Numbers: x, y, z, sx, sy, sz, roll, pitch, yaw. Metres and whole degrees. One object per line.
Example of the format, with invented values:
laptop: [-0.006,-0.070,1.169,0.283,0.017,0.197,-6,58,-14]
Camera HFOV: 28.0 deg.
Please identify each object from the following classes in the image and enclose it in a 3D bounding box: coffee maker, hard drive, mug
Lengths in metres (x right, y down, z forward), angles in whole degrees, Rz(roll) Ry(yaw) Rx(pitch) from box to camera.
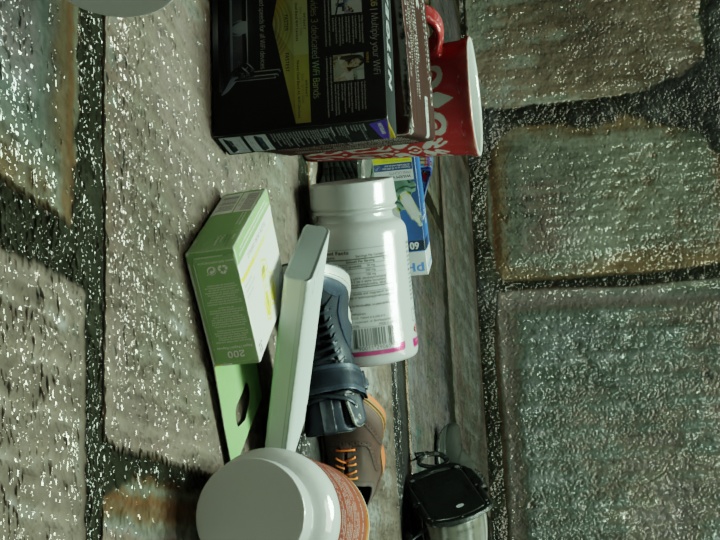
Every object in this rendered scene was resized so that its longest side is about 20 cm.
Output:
coffee maker: [0.144,0.405,2.187,0.192,0.134,0.201,-77,161,-62]
hard drive: [-0.060,0.075,1.326,0.132,0.026,0.201,-74,173,-67]
mug: [0.030,-0.207,1.633,0.133,0.199,0.179,-48,132,-76]

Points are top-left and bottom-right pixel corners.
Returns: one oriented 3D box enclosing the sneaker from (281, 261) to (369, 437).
sneaker: [-0.039,0.084,1.445,0.202,0.076,0.147,67,17,-64]

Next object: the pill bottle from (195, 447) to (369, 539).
pill bottle: [-0.063,0.200,1.150,0.200,0.112,0.113,51,35,-74]

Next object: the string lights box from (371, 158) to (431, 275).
string lights box: [0.030,-0.094,1.856,0.059,0.102,0.201,-68,151,-73]

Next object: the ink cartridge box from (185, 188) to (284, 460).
ink cartridge box: [-0.095,0.049,1.235,0.146,0.048,0.201,-73,154,-67]

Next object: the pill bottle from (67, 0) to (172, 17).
pill bottle: [-0.145,-0.263,0.901,0.112,0.112,0.201,69,19,-59]

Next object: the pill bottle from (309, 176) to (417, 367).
pill bottle: [0.000,0.000,1.608,0.113,0.113,0.201,-36,121,-79]

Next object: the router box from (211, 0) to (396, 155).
router box: [-0.052,-0.211,1.289,0.052,0.156,0.201,52,35,-72]

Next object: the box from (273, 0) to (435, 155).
box: [-0.021,-0.205,1.436,0.200,0.163,0.167,-21,106,-80]

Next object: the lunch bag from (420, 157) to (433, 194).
lunch bag: [0.059,-0.117,2.126,0.151,0.094,0.201,-88,177,-48]

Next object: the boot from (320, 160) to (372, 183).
boot: [-0.014,-0.116,1.768,0.131,0.067,0.201,76,20,-64]

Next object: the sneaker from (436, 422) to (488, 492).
sneaker: [0.179,0.361,2.536,0.076,0.090,0.201,65,21,-58]

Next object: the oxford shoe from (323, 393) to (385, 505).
oxford shoe: [-0.007,0.200,1.604,0.200,0.071,0.073,74,20,-49]
